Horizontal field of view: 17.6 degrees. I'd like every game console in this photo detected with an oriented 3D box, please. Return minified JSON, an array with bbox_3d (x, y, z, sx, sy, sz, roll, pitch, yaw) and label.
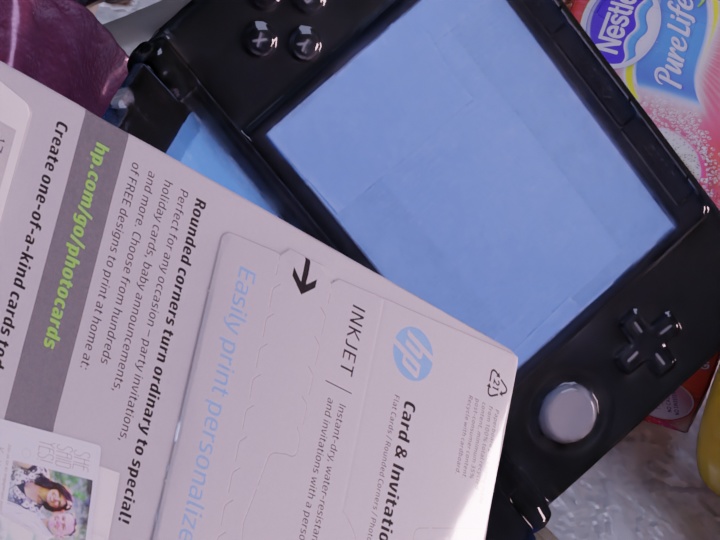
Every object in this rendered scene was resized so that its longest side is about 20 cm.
[{"bbox_3d":[0.025,-0.002,0.683,0.200,0.171,0.118,50,-4,-18],"label":"game console"}]

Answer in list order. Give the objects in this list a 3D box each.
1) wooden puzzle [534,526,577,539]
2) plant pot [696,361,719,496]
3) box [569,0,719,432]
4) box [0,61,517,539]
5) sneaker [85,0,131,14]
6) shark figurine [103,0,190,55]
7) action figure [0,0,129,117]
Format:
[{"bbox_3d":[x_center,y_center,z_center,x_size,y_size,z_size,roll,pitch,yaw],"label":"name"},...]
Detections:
[{"bbox_3d":[0.005,0.103,0.741,0.185,0.046,0.200,-18,58,-45],"label":"wooden puzzle"},{"bbox_3d":[0.231,0.062,0.835,0.188,0.202,0.201,26,34,22],"label":"plant pot"},{"bbox_3d":[0.115,-0.053,0.897,0.095,0.100,0.201,18,53,6],"label":"box"},{"bbox_3d":[-0.054,0.055,0.561,0.199,0.041,0.157,28,63,-34],"label":"box"},{"bbox_3d":[-0.115,-0.110,0.740,0.085,0.200,0.077,-4,64,-42],"label":"sneaker"},{"bbox_3d":[-0.070,-0.109,0.901,0.128,0.090,0.215,28,39,-5],"label":"shark figurine"},{"bbox_3d":[-0.118,0.010,0.697,0.134,0.148,0.201,38,46,-40],"label":"action figure"}]
